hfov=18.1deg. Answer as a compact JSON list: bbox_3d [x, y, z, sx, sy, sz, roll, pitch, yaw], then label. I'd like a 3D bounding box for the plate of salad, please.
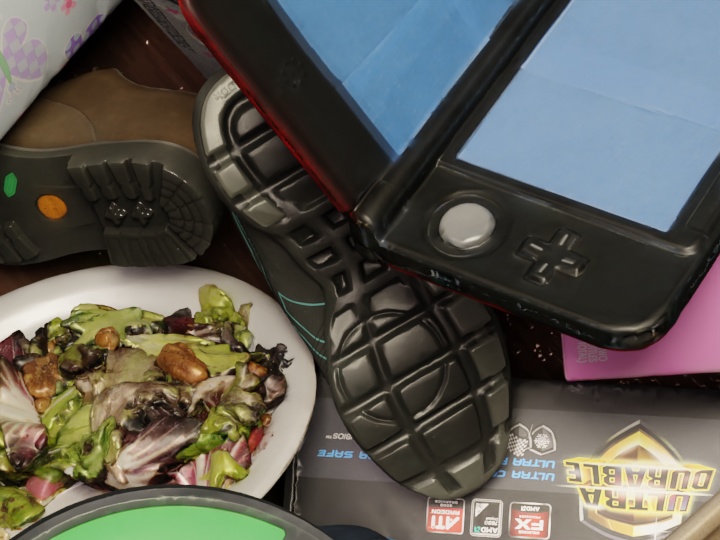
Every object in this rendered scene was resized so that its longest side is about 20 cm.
[{"bbox_3d":[-0.118,0.055,0.931,0.199,0.048,0.200,-9,37,7],"label":"plate of salad"}]

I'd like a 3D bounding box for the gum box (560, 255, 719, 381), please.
[{"bbox_3d":[0.139,-0.013,0.887,0.113,0.200,0.066,-5,100,9],"label":"gum box"}]

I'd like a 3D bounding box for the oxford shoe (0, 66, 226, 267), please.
[{"bbox_3d":[-0.138,-0.050,1.003,0.199,0.073,0.085,7,43,22],"label":"oxford shoe"}]

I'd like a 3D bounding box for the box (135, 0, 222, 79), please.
[{"bbox_3d":[-0.016,-0.146,0.922,0.114,0.200,0.133,11,84,9],"label":"box"}]

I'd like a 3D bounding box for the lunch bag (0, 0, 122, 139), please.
[{"bbox_3d":[-0.189,-0.169,0.925,0.127,0.200,0.170,18,61,36],"label":"lunch bag"}]

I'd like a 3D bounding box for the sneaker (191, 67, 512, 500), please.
[{"bbox_3d":[0.000,0.000,0.926,0.075,0.079,0.200,-29,97,-4],"label":"sneaker"}]

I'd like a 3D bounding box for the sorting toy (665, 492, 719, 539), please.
[{"bbox_3d":[0.157,0.196,0.887,0.185,0.036,0.200,-39,98,-14],"label":"sorting toy"}]

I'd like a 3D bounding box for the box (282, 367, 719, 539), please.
[{"bbox_3d":[0.064,0.145,0.950,0.199,0.050,0.199,4,82,10],"label":"box"}]

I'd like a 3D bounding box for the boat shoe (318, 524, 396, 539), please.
[{"bbox_3d":[-0.077,0.138,0.918,0.199,0.069,0.084,-23,77,9],"label":"boat shoe"}]

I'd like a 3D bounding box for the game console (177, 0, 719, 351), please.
[{"bbox_3d":[0.067,-0.099,0.781,0.172,0.119,0.200,21,59,28],"label":"game console"}]

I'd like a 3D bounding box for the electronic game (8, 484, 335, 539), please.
[{"bbox_3d":[-0.071,0.179,0.840,0.199,0.042,0.201,0,92,-9],"label":"electronic game"}]
